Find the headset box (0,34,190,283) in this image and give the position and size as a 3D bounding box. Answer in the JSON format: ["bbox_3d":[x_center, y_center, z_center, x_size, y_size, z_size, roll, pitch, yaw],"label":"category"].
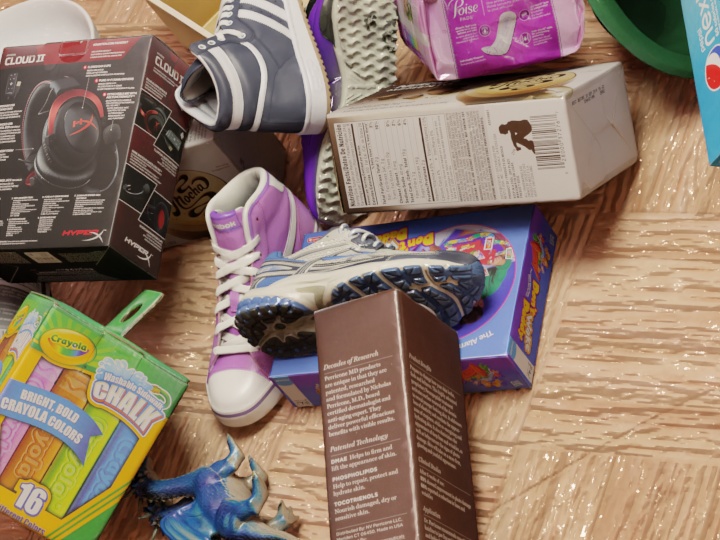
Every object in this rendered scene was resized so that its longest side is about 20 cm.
[{"bbox_3d":[-0.220,-0.096,1.709,0.148,0.075,0.201,-2,68,28],"label":"headset box"}]

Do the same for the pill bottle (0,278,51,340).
[{"bbox_3d":[-0.308,0.050,1.779,0.116,0.116,0.200,-26,45,13],"label":"pill bottle"}]

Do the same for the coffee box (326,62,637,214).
[{"bbox_3d":[0.090,-0.098,1.624,0.199,0.080,0.113,-3,15,31],"label":"coffee box"}]

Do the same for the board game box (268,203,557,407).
[{"bbox_3d":[0.039,0.028,1.625,0.199,0.045,0.135,-6,53,29],"label":"board game box"}]

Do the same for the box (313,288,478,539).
[{"bbox_3d":[0.025,0.125,1.486,0.075,0.100,0.201,-14,64,24],"label":"box"}]

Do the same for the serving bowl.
[{"bbox_3d":[-0.311,-0.152,1.974,0.200,0.066,0.201,-18,46,20],"label":"serving bowl"}]

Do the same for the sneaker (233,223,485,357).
[{"bbox_3d":[0.000,0.000,1.589,0.199,0.077,0.085,-8,48,27],"label":"sneaker"}]

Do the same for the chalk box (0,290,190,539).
[{"bbox_3d":[-0.217,0.095,1.632,0.200,0.124,0.125,-60,16,-8],"label":"chalk box"}]

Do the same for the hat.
[{"bbox_3d":[0.197,-0.200,1.703,0.176,0.165,0.200,-39,22,53],"label":"hat"}]

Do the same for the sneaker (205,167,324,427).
[{"bbox_3d":[-0.096,0.014,1.675,0.072,0.114,0.201,-6,54,27],"label":"sneaker"}]

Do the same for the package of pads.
[{"bbox_3d":[0.095,-0.202,1.675,0.120,0.076,0.200,-13,14,-3],"label":"package of pads"}]

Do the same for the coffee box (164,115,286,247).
[{"bbox_3d":[-0.177,-0.081,1.801,0.199,0.113,0.080,-13,50,23],"label":"coffee box"}]

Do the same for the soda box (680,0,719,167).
[{"bbox_3d":[0.280,-0.175,1.573,0.068,0.064,0.201,125,145,-56],"label":"soda box"}]

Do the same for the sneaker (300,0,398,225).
[{"bbox_3d":[-0.022,-0.136,1.755,0.099,0.069,0.201,5,88,56],"label":"sneaker"}]

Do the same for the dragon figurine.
[{"bbox_3d":[-0.104,0.187,1.580,0.099,0.059,0.200,-42,40,-1],"label":"dragon figurine"}]

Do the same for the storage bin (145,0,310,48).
[{"bbox_3d":[-0.062,-0.255,1.878,0.199,0.094,0.200,-47,45,-8],"label":"storage bin"}]

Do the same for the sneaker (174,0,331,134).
[{"bbox_3d":[-0.101,-0.187,1.710,0.108,0.070,0.200,-6,54,-22],"label":"sneaker"}]
